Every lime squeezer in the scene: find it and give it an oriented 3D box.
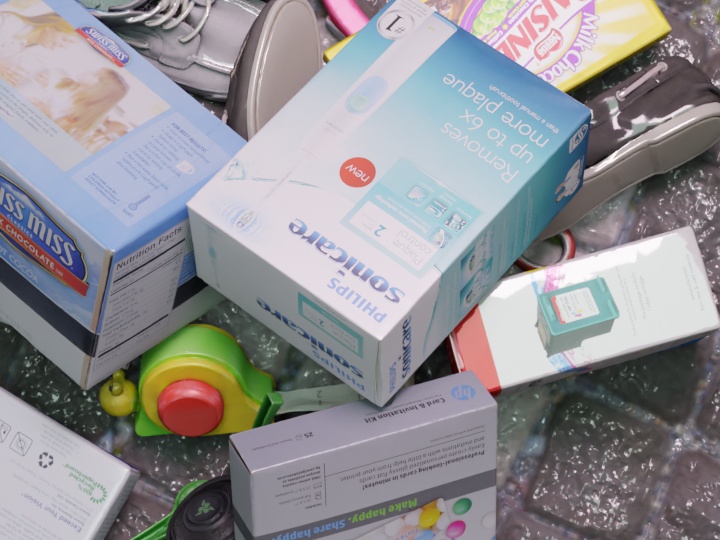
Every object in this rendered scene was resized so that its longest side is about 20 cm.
[{"bbox_3d":[-0.096,0.142,1.435,0.200,0.071,0.038,-42,80,27],"label":"lime squeezer"}]

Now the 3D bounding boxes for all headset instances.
[{"bbox_3d":[-0.080,0.194,1.393,0.199,0.094,0.124,-10,126,-9],"label":"headset"}]

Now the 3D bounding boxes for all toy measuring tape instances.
[{"bbox_3d":[-0.068,0.064,1.434,0.199,0.074,0.074,-7,84,5],"label":"toy measuring tape"}]

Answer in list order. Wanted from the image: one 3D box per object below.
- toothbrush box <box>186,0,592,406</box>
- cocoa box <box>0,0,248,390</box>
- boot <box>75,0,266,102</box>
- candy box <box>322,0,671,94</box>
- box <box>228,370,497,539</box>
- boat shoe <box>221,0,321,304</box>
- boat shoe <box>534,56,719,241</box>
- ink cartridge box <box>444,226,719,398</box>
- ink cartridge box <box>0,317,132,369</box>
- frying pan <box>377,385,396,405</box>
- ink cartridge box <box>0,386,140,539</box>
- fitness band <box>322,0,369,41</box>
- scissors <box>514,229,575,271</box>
[{"bbox_3d":[0.018,-0.044,1.334,0.146,0.085,0.200,36,67,20],"label":"toothbrush box"},{"bbox_3d":[-0.180,-0.056,1.381,0.200,0.131,0.133,39,51,19],"label":"cocoa box"},{"bbox_3d":[-0.127,-0.161,1.452,0.199,0.096,0.074,14,84,3],"label":"boot"},{"bbox_3d":[0.087,-0.144,1.447,0.200,0.026,0.102,-31,87,-4],"label":"candy box"},{"bbox_3d":[0.004,0.167,1.362,0.156,0.041,0.200,-13,127,-18],"label":"box"},{"bbox_3d":[-0.068,-0.075,1.443,0.057,0.067,0.201,9,97,40],"label":"boat shoe"},{"bbox_3d":[0.135,-0.072,1.441,0.200,0.067,0.057,-25,60,-5],"label":"boat shoe"},{"bbox_3d":[0.113,0.035,1.416,0.199,0.116,0.067,-16,84,0],"label":"ink cartridge box"},{"bbox_3d":[-0.220,-0.014,1.447,0.200,0.037,0.095,22,51,2],"label":"ink cartridge box"},{"bbox_3d":[0.014,-0.010,1.379,0.115,0.031,0.190,-32,59,-8],"label":"frying pan"},{"bbox_3d":[-0.270,0.162,1.438,0.199,0.041,0.200,31,85,12],"label":"ink cartridge box"},{"bbox_3d":[0.061,-0.182,1.481,0.200,0.037,0.144,40,86,4],"label":"fitness band"},{"bbox_3d":[0.048,-0.036,1.479,0.199,0.014,0.073,3,86,3],"label":"scissors"}]
